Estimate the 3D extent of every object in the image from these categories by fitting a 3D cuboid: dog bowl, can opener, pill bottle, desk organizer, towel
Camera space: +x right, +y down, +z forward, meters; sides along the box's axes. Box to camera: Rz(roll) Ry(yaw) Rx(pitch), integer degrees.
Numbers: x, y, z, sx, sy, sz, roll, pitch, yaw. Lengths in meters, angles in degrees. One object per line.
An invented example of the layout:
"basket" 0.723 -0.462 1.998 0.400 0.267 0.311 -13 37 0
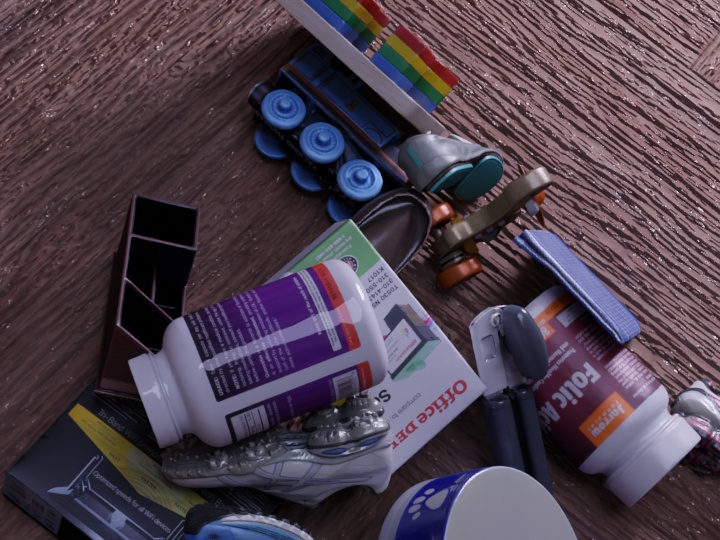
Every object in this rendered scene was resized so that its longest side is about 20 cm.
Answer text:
"dog bowl" 0.107 0.271 1.273 0.200 0.079 0.201 22 59 -40
"can opener" 0.146 0.128 1.370 0.053 0.067 0.201 -21 105 -29
"pill bottle" 0.220 0.121 1.430 0.114 0.114 0.200 -36 75 -31
"desk organizer" -0.187 0.022 1.340 0.071 0.077 0.200 12 36 -13
"pill bottle" -0.085 0.073 1.231 0.199 0.113 0.113 -21 67 -9
"towel" 0.215 0.016 1.469 0.024 0.200 0.145 -45 80 11

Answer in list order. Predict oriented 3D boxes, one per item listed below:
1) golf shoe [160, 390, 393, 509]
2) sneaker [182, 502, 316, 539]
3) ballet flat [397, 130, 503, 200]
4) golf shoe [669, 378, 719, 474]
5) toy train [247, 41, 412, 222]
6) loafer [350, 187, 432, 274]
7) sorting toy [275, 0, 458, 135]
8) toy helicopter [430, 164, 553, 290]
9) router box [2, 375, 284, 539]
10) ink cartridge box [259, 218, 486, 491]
"golf shoe" -0.068 0.171 1.270 0.199 0.098 0.078 -9 30 5
"sneaker" -0.072 0.259 1.238 0.200 0.078 0.090 40 64 -35
"ballet flat" 0.092 -0.112 1.503 0.064 0.067 0.200 51 17 12
"golf shoe" 0.398 0.181 1.476 0.200 0.073 0.092 36 55 5
"toy train" -0.021 -0.133 1.517 0.200 0.087 0.114 43 63 10
"loafer" 0.000 0.000 1.425 0.200 0.071 0.073 -46 102 -12
"sorting toy" 0.012 -0.234 1.526 0.200 0.199 0.070 43 96 10
"toy helicopter" 0.141 -0.059 1.461 0.132 0.200 0.079 -24 82 -23
"router box" -0.182 0.189 1.298 0.200 0.052 0.157 37 56 6
"ink cartridge box" -0.006 0.076 1.344 0.145 0.084 0.200 -40 96 -7
